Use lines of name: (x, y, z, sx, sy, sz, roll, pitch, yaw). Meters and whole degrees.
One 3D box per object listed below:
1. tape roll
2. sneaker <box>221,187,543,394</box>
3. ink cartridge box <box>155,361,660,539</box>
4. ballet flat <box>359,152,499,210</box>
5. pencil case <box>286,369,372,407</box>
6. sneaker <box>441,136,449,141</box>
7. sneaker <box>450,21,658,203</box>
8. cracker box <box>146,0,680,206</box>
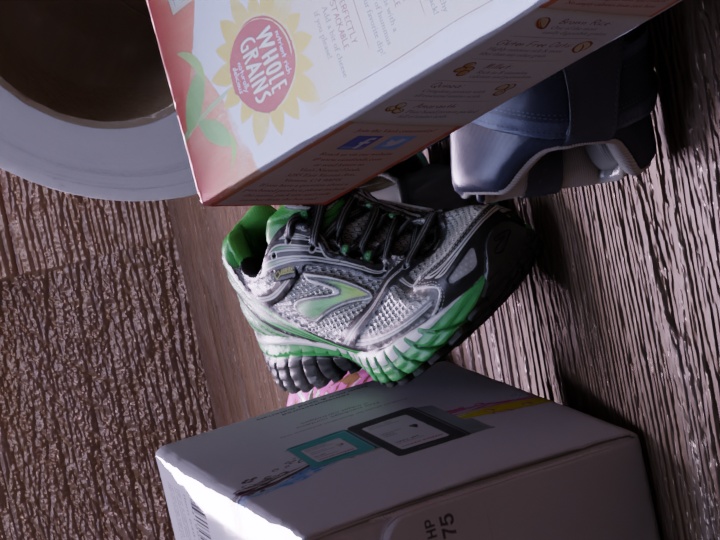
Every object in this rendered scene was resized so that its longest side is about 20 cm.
tape roll: (-0.105, -0.149, 1.238, 0.203, 0.201, 0.140, 84, -165, -45)
sneaker: (0.000, 0.000, 1.211, 0.200, 0.078, 0.085, -13, 115, 54)
ink cartridge box: (0.024, 0.138, 1.157, 0.200, 0.145, 0.148, -161, 57, -69)
ballet flat: (0.019, -0.016, 1.322, 0.200, 0.068, 0.068, -146, 41, -79)
pencil case: (0.010, 0.089, 1.539, 0.087, 0.083, 0.200, 49, 175, -9)
sneaker: (-0.007, -0.068, 1.293, 0.075, 0.078, 0.200, 51, 168, 0)
sneaker: (0.043, -0.104, 0.950, 0.202, 0.076, 0.147, -122, 22, -64)
cracker box: (0.017, -0.115, 0.800, 0.200, 0.057, 0.135, -28, 72, 44)
